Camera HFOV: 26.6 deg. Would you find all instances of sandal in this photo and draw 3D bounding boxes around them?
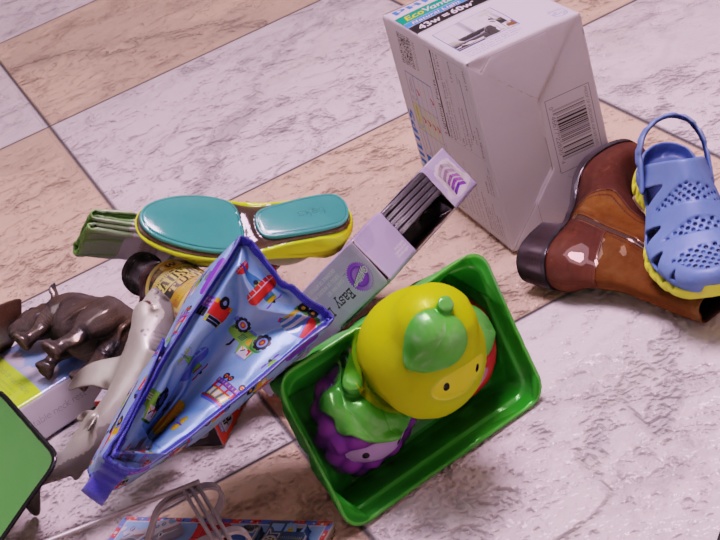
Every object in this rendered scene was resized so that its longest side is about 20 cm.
[{"bbox_3d":[0.262,-0.057,1.239,0.078,0.088,0.201,-10,40,-1],"label":"sandal"}]

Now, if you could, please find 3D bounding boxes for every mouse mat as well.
[{"bbox_3d":[-0.327,0.204,1.236,0.201,0.008,0.160,-56,35,-4],"label":"mouse mat"}]

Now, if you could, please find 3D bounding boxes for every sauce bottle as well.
[{"bbox_3d":[-0.158,0.026,1.340,0.066,0.067,0.199,-32,28,-22],"label":"sauce bottle"}]

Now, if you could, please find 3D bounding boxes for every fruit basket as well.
[{"bbox_3d":[0.044,0.080,1.144,0.213,0.157,0.216,-25,14,7],"label":"fruit basket"}]

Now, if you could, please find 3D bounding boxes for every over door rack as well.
[{"bbox_3d":[-0.171,0.222,1.082,0.197,0.068,0.148,-8,23,-21],"label":"over door rack"}]

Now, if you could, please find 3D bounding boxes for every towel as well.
[{"bbox_3d":[-0.168,-0.020,1.448,0.197,0.031,0.149,5,-14,-15],"label":"towel"}]

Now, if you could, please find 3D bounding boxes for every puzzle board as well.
[{"bbox_3d":[-0.133,0.237,1.136,0.198,0.018,0.151,-4,32,28],"label":"puzzle board"}]

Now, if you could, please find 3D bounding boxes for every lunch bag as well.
[{"bbox_3d":[-0.128,0.091,1.107,0.201,0.094,0.150,-51,5,-20],"label":"lunch bag"}]

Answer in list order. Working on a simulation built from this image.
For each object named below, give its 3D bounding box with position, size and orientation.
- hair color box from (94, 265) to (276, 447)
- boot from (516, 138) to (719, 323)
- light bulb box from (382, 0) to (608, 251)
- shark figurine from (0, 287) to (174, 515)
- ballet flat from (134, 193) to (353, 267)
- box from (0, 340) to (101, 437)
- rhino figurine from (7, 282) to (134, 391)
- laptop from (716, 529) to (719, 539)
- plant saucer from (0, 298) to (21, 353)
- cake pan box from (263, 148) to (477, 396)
[{"bbox_3d":[-0.147,0.076,1.380,0.109,0.065,0.201,-7,32,22],"label":"hair color box"},{"bbox_3d":[0.259,-0.041,1.316,0.198,0.069,0.188,11,40,43],"label":"boot"},{"bbox_3d":[0.133,-0.159,1.467,0.124,0.200,0.200,-24,29,-12],"label":"light bulb box"},{"bbox_3d":[-0.198,0.130,1.250,0.215,0.089,0.128,-51,38,-4],"label":"shark figurine"},{"bbox_3d":[-0.103,-0.028,1.360,0.197,0.067,0.068,-4,57,-15],"label":"ballet flat"},{"bbox_3d":[-0.311,0.111,1.441,0.199,0.048,0.121,-33,30,-22],"label":"box"},{"bbox_3d":[-0.270,0.053,1.401,0.087,0.060,0.199,-40,26,-23],"label":"rhino figurine"},{"bbox_3d":[0.306,0.206,0.909,0.176,0.105,0.199,9,13,42],"label":"laptop"},{"bbox_3d":[-0.407,0.095,1.475,0.199,0.037,0.200,-33,-1,-1],"label":"plant saucer"},{"bbox_3d":[0.000,0.000,1.308,0.200,0.052,0.184,-45,3,42],"label":"cake pan box"}]
